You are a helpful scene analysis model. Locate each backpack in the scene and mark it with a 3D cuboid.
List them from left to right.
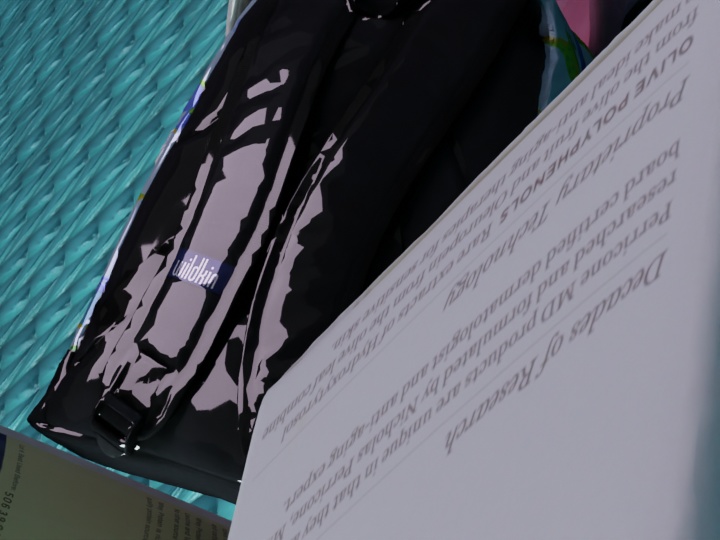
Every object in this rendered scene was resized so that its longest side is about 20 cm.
[{"bbox_3d":[0.004,-0.016,0.847,0.162,0.154,0.201,11,86,31],"label":"backpack"}]

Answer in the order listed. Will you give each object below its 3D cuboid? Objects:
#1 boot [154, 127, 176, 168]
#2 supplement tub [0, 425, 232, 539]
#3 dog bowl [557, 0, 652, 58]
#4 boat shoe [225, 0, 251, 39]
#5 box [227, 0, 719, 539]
[{"bbox_3d":[0.000,0.000,0.980,0.073,0.201,0.090,19,55,42],"label":"boot"},{"bbox_3d":[-0.093,0.148,0.903,0.145,0.199,0.145,-60,14,26],"label":"supplement tub"},{"bbox_3d":[0.052,-0.127,0.943,0.074,0.201,0.200,-31,-1,-34],"label":"dog bowl"},{"bbox_3d":[-0.020,-0.157,1.088,0.072,0.065,0.200,62,154,22],"label":"boat shoe"},{"bbox_3d":[0.092,0.083,0.515,0.200,0.198,0.172,-46,23,43],"label":"box"}]
